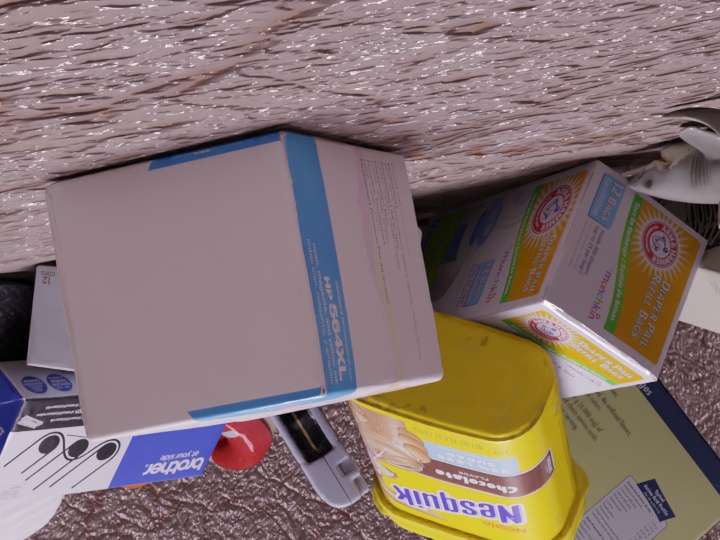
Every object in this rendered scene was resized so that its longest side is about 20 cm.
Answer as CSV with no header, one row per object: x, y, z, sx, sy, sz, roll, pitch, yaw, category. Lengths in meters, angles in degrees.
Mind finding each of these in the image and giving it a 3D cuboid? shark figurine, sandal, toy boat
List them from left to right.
-0.225,0.040,1.390,0.045,0.075,0.200,29,-172,27,sandal
-0.160,0.112,1.582,0.130,0.131,0.200,24,172,44,toy boat
0.235,-0.051,1.163,0.128,0.090,0.214,-12,178,0,shark figurine

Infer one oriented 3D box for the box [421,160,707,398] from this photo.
0.119,0.015,1.342,0.101,0.113,0.200,34,156,-22,box

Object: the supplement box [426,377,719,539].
0.163,0.173,1.639,0.200,0.200,0.134,-37,180,-20,supplement box

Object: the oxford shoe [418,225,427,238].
0.000,0.000,1.459,0.200,0.058,0.075,-9,173,-40,oxford shoe

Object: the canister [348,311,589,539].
0.070,0.112,1.346,0.148,0.087,0.200,16,154,20,canister

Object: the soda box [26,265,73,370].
-0.111,0.040,1.302,0.200,0.068,0.064,6,179,13,soda box

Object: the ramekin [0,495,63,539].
-0.301,0.122,1.480,0.105,0.200,0.200,-19,-177,-41,ramekin

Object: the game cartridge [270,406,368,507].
-0.059,0.079,1.432,0.040,0.200,0.133,-32,176,0,game cartridge

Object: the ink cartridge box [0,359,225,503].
-0.179,0.106,1.403,0.200,0.044,0.094,-3,128,-46,ink cartridge box

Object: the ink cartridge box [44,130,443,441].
-0.047,0.009,1.010,0.128,0.125,0.200,-12,175,20,ink cartridge box

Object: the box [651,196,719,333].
0.246,-0.009,1.368,0.082,0.068,0.200,-40,-162,-11,box
